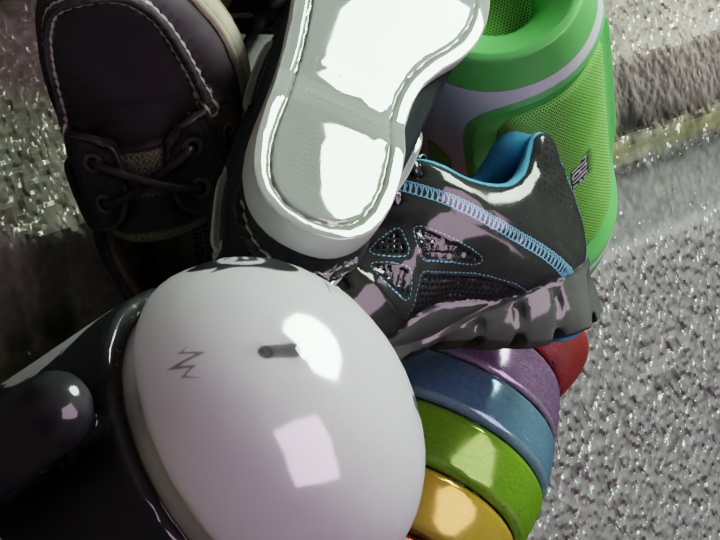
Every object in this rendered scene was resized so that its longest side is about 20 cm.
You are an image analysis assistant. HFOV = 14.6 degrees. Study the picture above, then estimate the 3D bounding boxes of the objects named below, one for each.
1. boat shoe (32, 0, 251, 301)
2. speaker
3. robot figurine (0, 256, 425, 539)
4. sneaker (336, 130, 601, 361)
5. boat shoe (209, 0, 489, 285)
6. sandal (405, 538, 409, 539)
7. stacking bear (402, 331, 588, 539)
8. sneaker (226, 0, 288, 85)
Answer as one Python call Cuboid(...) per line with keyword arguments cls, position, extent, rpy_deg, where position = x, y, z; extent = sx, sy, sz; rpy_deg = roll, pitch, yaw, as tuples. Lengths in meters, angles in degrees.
Cuboid(cls="boat shoe", position=(-0.072, -0.038, 1.030), extent=(0.201, 0.071, 0.065), rpy_deg=(76, 10, -52))
Cuboid(cls="speaker", position=(0.063, -0.064, 1.173), extent=(0.200, 0.088, 0.089), rpy_deg=(76, 25, -61))
Cuboid(cls="robot figurine", position=(-0.072, 0.076, 0.946), extent=(0.125, 0.199, 0.150), rpy_deg=(53, 29, -7))
Cuboid(cls="sneaker", position=(0.000, 0.000, 1.059), extent=(0.199, 0.073, 0.083), rpy_deg=(-15, 101, -35))
Cuboid(cls="boat shoe", position=(-0.008, -0.065, 1.025), extent=(0.075, 0.060, 0.200), rpy_deg=(32, 44, -3))
Cuboid(cls="sandal", position=(-0.013, 0.119, 1.049), extent=(0.080, 0.200, 0.054), rpy_deg=(-42, 166, -12))
Cuboid(cls="stacking bear", position=(0.013, 0.100, 1.138), extent=(0.121, 0.113, 0.201), rpy_deg=(45, 55, -38))
Cuboid(cls="sneaker", position=(-0.007, -0.090, 1.187), extent=(0.201, 0.075, 0.116), rpy_deg=(-60, 144, -39))
